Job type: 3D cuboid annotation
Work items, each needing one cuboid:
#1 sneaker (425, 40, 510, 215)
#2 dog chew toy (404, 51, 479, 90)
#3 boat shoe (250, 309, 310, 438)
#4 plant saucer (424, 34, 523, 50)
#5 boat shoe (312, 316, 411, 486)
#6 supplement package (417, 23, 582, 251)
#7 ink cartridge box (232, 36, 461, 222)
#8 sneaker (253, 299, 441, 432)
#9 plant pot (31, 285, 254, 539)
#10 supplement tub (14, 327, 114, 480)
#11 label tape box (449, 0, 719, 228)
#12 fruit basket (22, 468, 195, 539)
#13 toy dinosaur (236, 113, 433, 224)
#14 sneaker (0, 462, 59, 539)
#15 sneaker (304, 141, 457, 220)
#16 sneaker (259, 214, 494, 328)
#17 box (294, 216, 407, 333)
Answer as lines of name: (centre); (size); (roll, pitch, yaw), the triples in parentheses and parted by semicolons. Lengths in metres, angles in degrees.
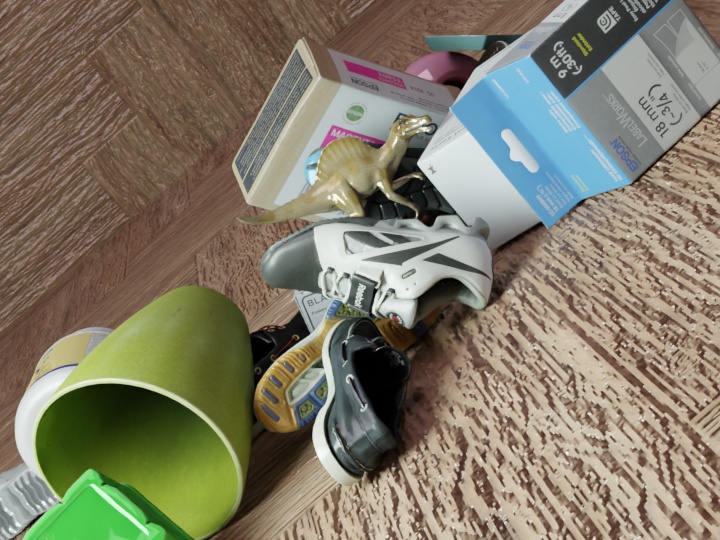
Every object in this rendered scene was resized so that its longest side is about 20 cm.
sneaker: (0.132, -0.136, 1.637); (0.201, 0.084, 0.073); (-59, 32, 12)
dog chew toy: (0.084, -0.176, 1.763); (0.125, 0.125, 0.200); (-45, 6, -13)
boat shoe: (-0.082, 0.082, 1.535); (0.074, 0.063, 0.202); (-29, 17, 49)
plant saucer: (0.128, -0.252, 1.711); (0.070, 0.019, 0.200); (1, 8, 17)
boat shoe: (0.009, 0.089, 1.230); (0.066, 0.075, 0.200); (-34, 16, 21)
supplement package: (0.151, -0.130, 1.434); (0.114, 0.110, 0.200); (-31, 17, 36)
ink cartridge box: (-0.005, -0.126, 1.575); (0.165, 0.199, 0.075); (-58, 35, 29)
sneaker: (-0.017, 0.067, 1.374); (0.200, 0.075, 0.088); (-36, -4, -11)
plant pot: (-0.168, 0.108, 1.381); (0.187, 0.187, 0.200); (-33, 22, 32)
supplement tub: (-0.310, 0.152, 1.770); (0.145, 0.146, 0.200); (-40, 14, 7)
label tape box: (0.198, -0.148, 1.293); (0.200, 0.144, 0.063); (-43, 16, -4)
fruit basket: (-0.220, 0.275, 1.235); (0.215, 0.155, 0.216); (-39, -32, -30)
toy dinosaur: (-0.011, -0.070, 1.436); (0.199, 0.101, 0.058); (-32, 12, -3)
sneaker: (-0.397, 0.267, 1.857); (0.199, 0.075, 0.082); (-22, 8, 38)
sneaker: (0.036, -0.087, 1.513); (0.082, 0.199, 0.074); (-149, 67, -70)
sneaker: (0.015, 0.006, 1.300); (0.199, 0.074, 0.089); (-5, 58, 0)
box: (0.000, 0.000, 1.494); (0.116, 0.060, 0.200); (-21, 16, 4)
